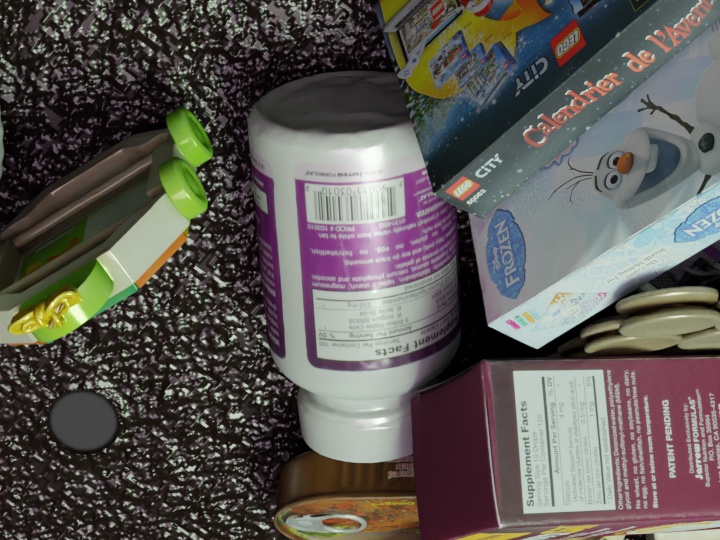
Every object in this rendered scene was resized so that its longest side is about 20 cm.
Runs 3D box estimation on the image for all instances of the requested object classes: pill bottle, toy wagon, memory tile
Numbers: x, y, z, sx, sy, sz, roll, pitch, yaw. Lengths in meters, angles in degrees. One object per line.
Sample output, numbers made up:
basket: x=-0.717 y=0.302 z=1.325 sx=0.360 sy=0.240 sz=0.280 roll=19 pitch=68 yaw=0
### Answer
pill bottle: x=0.000 y=0.000 z=1.029 sx=0.111 sy=0.112 sz=0.202 roll=-3 pitch=115 yaw=0
toy wagon: x=-0.149 y=-0.010 z=0.971 sx=0.154 sy=0.200 sz=0.040 roll=-30 pitch=114 yaw=12
memory tile: x=0.181 y=0.034 z=0.967 sx=0.152 sy=0.200 sz=0.017 roll=-4 pitch=78 yaw=-11

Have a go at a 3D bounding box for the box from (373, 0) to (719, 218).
box: x=0.099 y=-0.139 z=0.908 sx=0.038 sy=0.137 sz=0.200 roll=23 pitch=129 yaw=-40

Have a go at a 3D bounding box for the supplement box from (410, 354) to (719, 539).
supplement box: x=0.138 y=0.095 z=0.984 sx=0.198 sy=0.110 sz=0.086 roll=0 pitch=77 yaw=-19

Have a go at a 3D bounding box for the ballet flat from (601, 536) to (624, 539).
ballet flat: x=0.095 y=0.205 z=1.154 sx=0.066 sy=0.057 sz=0.200 roll=41 pitch=107 yaw=-19

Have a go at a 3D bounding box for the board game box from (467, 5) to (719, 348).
board game box: x=0.132 y=-0.094 z=0.915 sx=0.043 sy=0.201 sz=0.198 roll=25 pitch=135 yaw=-39

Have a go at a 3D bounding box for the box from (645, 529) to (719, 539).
box: x=0.270 y=0.141 z=1.111 sx=0.198 sy=0.095 sz=0.078 roll=-14 pitch=114 yaw=3

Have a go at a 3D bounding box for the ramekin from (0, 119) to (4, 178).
ramekin: x=-0.281 y=-0.066 z=0.965 sx=0.198 sy=0.105 sz=0.202 roll=1 pitch=95 yaw=13

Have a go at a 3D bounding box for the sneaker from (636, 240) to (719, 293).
sneaker: x=0.199 y=-0.017 z=0.980 sx=0.199 sy=0.078 sz=0.141 roll=28 pitch=130 yaw=29

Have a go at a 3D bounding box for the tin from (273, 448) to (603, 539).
tin: x=0.047 y=0.136 z=1.092 sx=0.198 sy=0.042 sz=0.112 roll=-2 pitch=150 yaw=12
